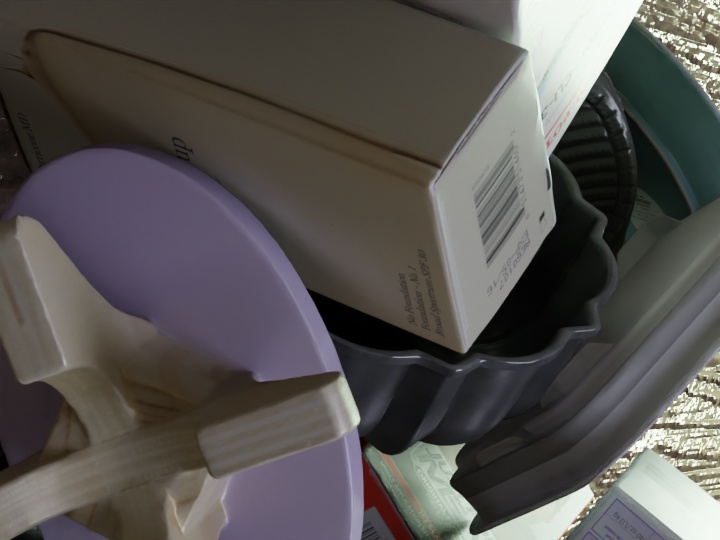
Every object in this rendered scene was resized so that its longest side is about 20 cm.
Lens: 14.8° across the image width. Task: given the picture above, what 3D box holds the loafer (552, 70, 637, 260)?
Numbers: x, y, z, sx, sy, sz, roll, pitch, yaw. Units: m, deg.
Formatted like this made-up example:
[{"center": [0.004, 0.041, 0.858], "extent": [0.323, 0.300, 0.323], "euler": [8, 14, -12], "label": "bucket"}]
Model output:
[{"center": [0.093, -0.030, 1.328], "extent": [0.070, 0.075, 0.200], "euler": [-94, 179, -46], "label": "loafer"}]

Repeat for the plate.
[{"center": [0.130, -0.055, 1.366], "extent": [0.026, 0.200, 0.200], "euler": [-36, 145, -17], "label": "plate"}]

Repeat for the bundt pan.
[{"center": [0.000, 0.000, 1.136], "extent": [0.202, 0.202, 0.076], "euler": [-35, 152, -49], "label": "bundt pan"}]

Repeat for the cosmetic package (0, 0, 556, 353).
[{"center": [-0.034, -0.057, 1.019], "extent": [0.073, 0.200, 0.104], "euler": [-55, 151, -27], "label": "cosmetic package"}]

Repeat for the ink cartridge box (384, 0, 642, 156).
[{"center": [0.060, -0.109, 1.053], "extent": [0.117, 0.067, 0.200], "euler": [-57, 165, -19], "label": "ink cartridge box"}]

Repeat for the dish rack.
[{"center": [0.121, 0.026, 1.218], "extent": [0.200, 0.044, 0.172], "euler": [-46, -175, -24], "label": "dish rack"}]

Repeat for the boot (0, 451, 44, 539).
[{"center": [-0.126, 0.074, 1.092], "extent": [0.163, 0.073, 0.198], "euler": [-63, 143, -33], "label": "boot"}]

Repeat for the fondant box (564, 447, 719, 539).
[{"center": [0.079, 0.178, 1.239], "extent": [0.200, 0.058, 0.144], "euler": [-52, 173, 9], "label": "fondant box"}]

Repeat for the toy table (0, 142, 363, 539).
[{"center": [-0.080, 0.061, 0.960], "extent": [0.184, 0.200, 0.117], "euler": [-31, -178, 15], "label": "toy table"}]

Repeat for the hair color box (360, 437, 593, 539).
[{"center": [0.037, 0.108, 1.310], "extent": [0.061, 0.102, 0.200], "euler": [-31, -177, 24], "label": "hair color box"}]
